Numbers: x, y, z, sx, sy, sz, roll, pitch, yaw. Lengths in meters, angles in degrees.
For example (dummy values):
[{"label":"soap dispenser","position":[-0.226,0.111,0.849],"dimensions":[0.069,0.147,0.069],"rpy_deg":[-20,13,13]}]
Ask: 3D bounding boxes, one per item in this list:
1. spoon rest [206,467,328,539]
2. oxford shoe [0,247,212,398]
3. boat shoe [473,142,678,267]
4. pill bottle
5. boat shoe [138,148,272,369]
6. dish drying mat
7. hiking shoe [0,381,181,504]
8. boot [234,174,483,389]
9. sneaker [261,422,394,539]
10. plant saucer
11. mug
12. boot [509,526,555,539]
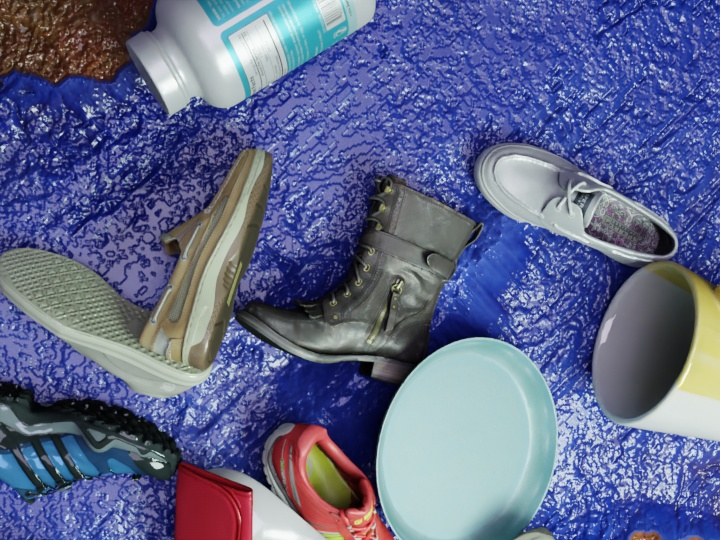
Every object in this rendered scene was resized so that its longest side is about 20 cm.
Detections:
[{"label":"spoon rest","position":[-0.068,0.238,0.983],"dimensions":[0.199,0.060,0.100],"rpy_deg":[29,117,23]},{"label":"oxford shoe","position":[-0.219,0.049,0.984],"dimensions":[0.199,0.058,0.076],"rpy_deg":[30,43,-9]},{"label":"boat shoe","position":[0.198,-0.057,1.063],"dimensions":[0.199,0.068,0.073],"rpy_deg":[31,84,-10]},{"label":"pill bottle","position":[-0.094,-0.211,0.981],"dimensions":[0.199,0.111,0.112],"rpy_deg":[-32,96,-10]},{"label":"boat shoe","position":[-0.131,-0.021,0.981],"dimensions":[0.075,0.072,0.202],"rpy_deg":[15,63,6]},{"label":"dish drying mat","position":[-0.126,0.263,0.979],"dimensions":[0.076,0.018,0.203],"rpy_deg":[15,111,28]},{"label":"hiking shoe","position":[-0.249,0.153,0.978],"dimensions":[0.197,0.074,0.088],"rpy_deg":[14,96,-2]},{"label":"boot","position":[0.000,0.000,1.028],"dimensions":[0.198,0.069,0.176],"rpy_deg":[17,86,-22]},{"label":"sneaker","position":[-0.011,0.218,1.004],"dimensions":[0.077,0.085,0.201],"rpy_deg":[-41,99,-33]},{"label":"plant saucer","position":[0.091,0.158,1.038],"dimensions":[0.198,0.027,0.203],"rpy_deg":[-4,98,-31]},{"label":"mug","position":[0.320,0.083,1.041],"dimensions":[0.152,0.186,0.151],"rpy_deg":[20,72,-19]},{"label":"boot","position":[0.122,0.336,1.005],"dimensions":[0.203,0.074,0.154],"rpy_deg":[-35,56,-6]}]
